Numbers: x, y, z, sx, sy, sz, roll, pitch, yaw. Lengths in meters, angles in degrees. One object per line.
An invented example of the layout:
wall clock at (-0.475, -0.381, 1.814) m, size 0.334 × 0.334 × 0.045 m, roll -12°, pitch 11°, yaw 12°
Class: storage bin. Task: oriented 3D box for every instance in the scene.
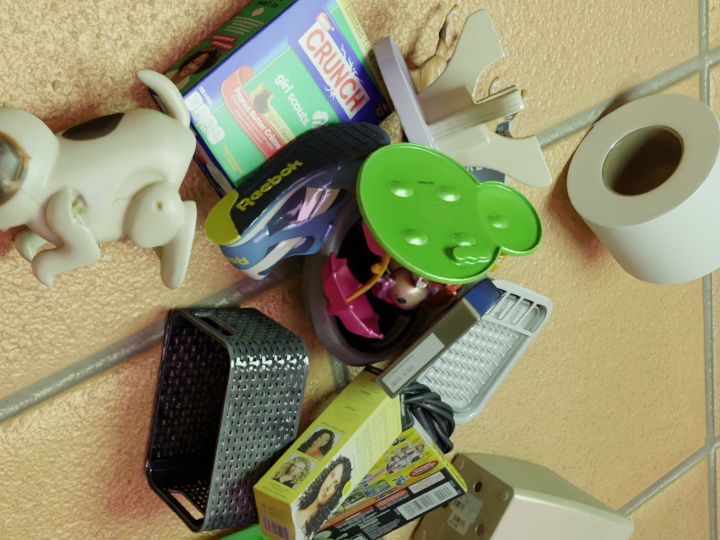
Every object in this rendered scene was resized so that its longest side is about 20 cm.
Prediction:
storage bin at (-0.138, 0.147, 1.093) m, size 0.094 × 0.135 × 0.201 m, roll 2°, pitch 106°, yaw -38°

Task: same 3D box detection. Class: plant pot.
plant pot at (0.192, 0.349, 1.402) m, size 0.177 × 0.200 × 0.200 m, roll 29°, pitch 88°, yaw -29°

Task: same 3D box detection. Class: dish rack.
dish rack at (0.133, 0.093, 1.310) m, size 0.171 × 0.044 × 0.200 m, roll 19°, pitch 109°, yaw -51°

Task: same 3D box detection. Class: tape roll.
tape roll at (0.381, -0.102, 1.357) m, size 0.139 × 0.202 × 0.203 m, roll 42°, pitch 80°, yaw -39°

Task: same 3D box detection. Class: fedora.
fedora at (0.000, 0.000, 1.172) m, size 0.176 × 0.090 × 0.201 m, roll -3°, pitch 102°, yaw -38°

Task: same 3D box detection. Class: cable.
cable at (0.036, 0.203, 1.257) m, size 0.163 × 0.051 × 0.200 m, roll 3°, pitch 126°, yaw -18°

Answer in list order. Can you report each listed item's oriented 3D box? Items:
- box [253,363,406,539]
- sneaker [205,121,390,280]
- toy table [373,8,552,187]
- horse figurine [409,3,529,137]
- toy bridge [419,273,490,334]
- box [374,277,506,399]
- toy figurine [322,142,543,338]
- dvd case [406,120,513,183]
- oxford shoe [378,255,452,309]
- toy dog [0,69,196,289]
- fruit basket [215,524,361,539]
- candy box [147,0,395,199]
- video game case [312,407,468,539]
box at (-0.026, 0.186, 1.092) m, size 0.200 × 0.050 × 0.075 m, roll -45°, pitch 143°, yaw -39°
sneaker at (-0.052, -0.068, 1.026) m, size 0.200 × 0.074 × 0.082 m, roll -36°, pitch 131°, yaw -12°
toy table at (0.105, -0.156, 1.077) m, size 0.117 × 0.184 × 0.200 m, roll -22°, pitch 109°, yaw 11°
horse figurine at (0.108, -0.191, 1.187) m, size 0.200 × 0.050 × 0.133 m, roll 47°, pitch 67°, yaw -23°
toy bridge at (0.115, 0.020, 1.286) m, size 0.067 × 0.027 × 0.200 m, roll 16°, pitch 111°, yaw -49°
box at (0.089, 0.065, 1.129) m, size 0.121 × 0.032 × 0.200 m, roll -44°, pitch 173°, yaw 16°
toy figurine at (0.047, -0.007, 1.042) m, size 0.199 × 0.151 × 0.184 m, roll 1°, pitch 148°, yaw -30°
dvd case at (0.113, -0.093, 1.269) m, size 0.150 × 0.025 × 0.201 m, roll -12°, pitch 115°, yaw -34°
oxford shoe at (0.058, -0.036, 1.107) m, size 0.071 × 0.071 × 0.200 m, roll -42°, pitch 124°, yaw -26°
toy dog at (-0.246, -0.078, 0.917) m, size 0.199 × 0.140 × 0.194 m, roll 5°, pitch 120°, yaw -29°
fruit basket at (-0.068, 0.375, 1.215) m, size 0.215 × 0.156 × 0.216 m, roll -6°, pitch 124°, yaw -10°
candy box at (-0.078, -0.170, 1.056) m, size 0.200 × 0.077 × 0.169 m, roll -45°, pitch 129°, yaw -16°
video game case at (0.005, 0.255, 1.249) m, size 0.200 × 0.026 × 0.181 m, roll -29°, pitch 136°, yaw 7°
